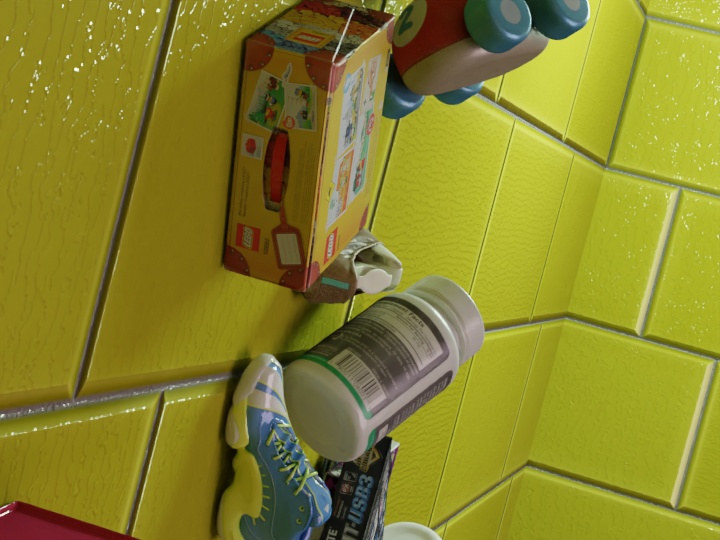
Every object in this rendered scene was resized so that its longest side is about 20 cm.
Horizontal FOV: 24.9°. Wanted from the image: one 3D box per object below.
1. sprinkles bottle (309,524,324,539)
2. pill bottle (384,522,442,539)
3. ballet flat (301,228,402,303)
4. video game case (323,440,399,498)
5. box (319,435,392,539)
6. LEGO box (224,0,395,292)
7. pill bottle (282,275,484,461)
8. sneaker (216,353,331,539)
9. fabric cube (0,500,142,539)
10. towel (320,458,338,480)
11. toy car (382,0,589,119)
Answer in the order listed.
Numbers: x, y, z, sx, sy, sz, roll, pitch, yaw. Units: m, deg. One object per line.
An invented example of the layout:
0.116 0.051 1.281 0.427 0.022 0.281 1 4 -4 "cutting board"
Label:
-0.075 0.338 1.694 0.068 0.068 0.201 -53 154 -55 "sprinkles bottle"
0.059 0.444 2.217 0.200 0.115 0.116 91 21 -46 "pill bottle"
0.000 0.000 1.622 0.200 0.072 0.068 -19 121 -73 "ballet flat"
-0.021 0.304 1.864 0.181 0.036 0.201 -22 129 -70 "video game case"
-0.012 0.300 1.664 0.199 0.049 0.200 94 10 -48 "box"
-0.041 -0.107 1.346 0.149 0.077 0.201 -49 151 -59 "LEGO box"
0.025 0.092 1.612 0.200 0.113 0.113 -34 142 -35 "pill bottle"
-0.068 0.173 1.481 0.076 0.105 0.201 -49 152 -59 "sneaker"
-0.185 0.274 0.968 0.200 0.196 0.200 -9 114 -74 "fabric cube"
-0.028 0.269 1.908 0.200 0.024 0.145 15 93 -74 "towel"
0.082 -0.277 1.565 0.177 0.184 0.201 -19 83 -44 "toy car"
